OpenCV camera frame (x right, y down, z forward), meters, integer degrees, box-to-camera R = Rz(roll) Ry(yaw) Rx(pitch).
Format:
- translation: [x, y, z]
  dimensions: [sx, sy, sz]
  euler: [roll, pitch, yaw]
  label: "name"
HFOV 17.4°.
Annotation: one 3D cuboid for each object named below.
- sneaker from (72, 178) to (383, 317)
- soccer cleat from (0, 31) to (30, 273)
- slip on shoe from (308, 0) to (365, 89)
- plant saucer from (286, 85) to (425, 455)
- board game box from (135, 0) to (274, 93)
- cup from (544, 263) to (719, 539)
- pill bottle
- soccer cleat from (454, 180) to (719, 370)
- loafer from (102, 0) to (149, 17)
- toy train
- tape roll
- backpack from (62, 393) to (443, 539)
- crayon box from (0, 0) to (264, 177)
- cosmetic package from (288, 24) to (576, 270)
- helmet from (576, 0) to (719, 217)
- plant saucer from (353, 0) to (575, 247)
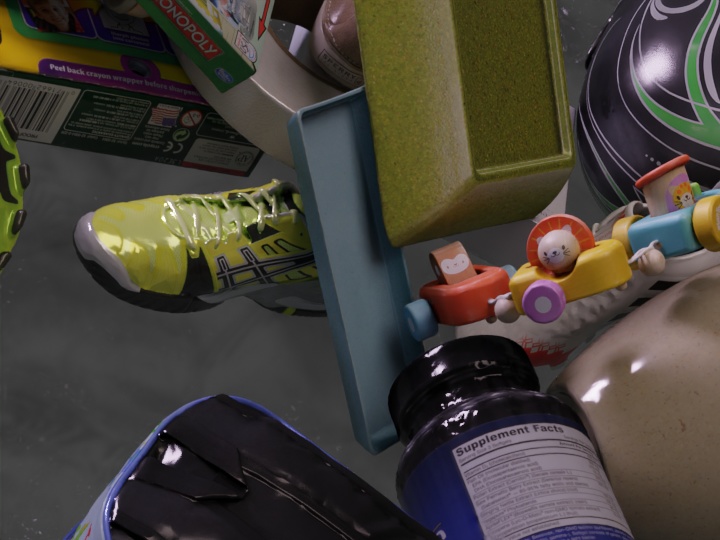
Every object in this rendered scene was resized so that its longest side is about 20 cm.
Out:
- translation: [-0.074, -0.023, 1.344]
  dimensions: [0.200, 0.076, 0.075]
  euler: [0, 48, -41]
  label: "sneaker"
- translation: [-0.231, -0.071, 1.283]
  dimensions: [0.065, 0.084, 0.201]
  euler: [13, 61, -46]
  label: "soccer cleat"
- translation: [0.017, -0.186, 1.464]
  dimensions: [0.076, 0.061, 0.200]
  euler: [33, 33, -7]
  label: "slip on shoe"
- translation: [0.000, 0.000, 1.332]
  dimensions: [0.070, 0.019, 0.200]
  euler: [-25, 105, -51]
  label: "plant saucer"
- translation: [-0.098, -0.212, 1.372]
  dimensions: [0.135, 0.029, 0.200]
  euler: [47, 32, -28]
  label: "board game box"
- translation: [0.187, 0.100, 1.350]
  dimensions: [0.143, 0.201, 0.201]
  euler: [-12, 53, -17]
  label: "cup"
- translation: [0.084, 0.137, 1.263]
  dimensions: [0.112, 0.112, 0.200]
  euler: [9, 43, -33]
  label: "pill bottle"
- translation: [0.149, 0.000, 1.428]
  dimensions: [0.200, 0.085, 0.069]
  euler: [-18, 50, 0]
  label: "soccer cleat"
- translation: [-0.129, -0.220, 1.436]
  dimensions: [0.063, 0.072, 0.200]
  euler: [22, 33, -32]
  label: "loafer"
- translation: [0.121, -0.018, 1.319]
  dimensions: [0.200, 0.150, 0.056]
  euler: [-21, 97, -10]
  label: "toy train"
- translation: [-0.026, -0.132, 1.449]
  dimensions: [0.202, 0.037, 0.203]
  euler: [26, 35, -20]
  label: "tape roll"
- translation: [-0.051, 0.174, 1.076]
  dimensions: [0.200, 0.147, 0.183]
  euler: [42, 35, -1]
  label: "backpack"
- translation: [-0.164, -0.148, 1.429]
  dimensions: [0.200, 0.058, 0.173]
  euler: [9, 42, -34]
  label: "crayon box"
- translation: [0.043, -0.096, 1.549]
  dimensions: [0.200, 0.052, 0.151]
  euler: [27, 39, -12]
  label: "cosmetic package"
- translation: [0.246, -0.091, 1.589]
  dimensions: [0.200, 0.200, 0.191]
  euler: [16, 64, -26]
  label: "helmet"
- translation: [0.071, -0.124, 1.401]
  dimensions: [0.200, 0.048, 0.201]
  euler: [-13, 96, -59]
  label: "plant saucer"
